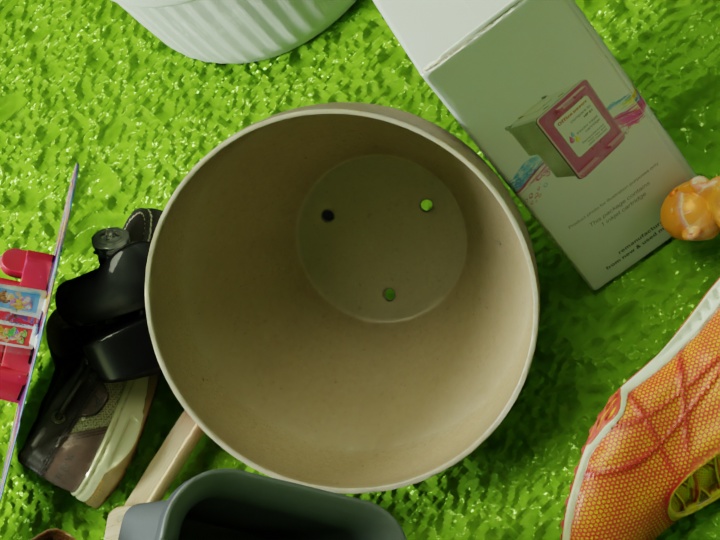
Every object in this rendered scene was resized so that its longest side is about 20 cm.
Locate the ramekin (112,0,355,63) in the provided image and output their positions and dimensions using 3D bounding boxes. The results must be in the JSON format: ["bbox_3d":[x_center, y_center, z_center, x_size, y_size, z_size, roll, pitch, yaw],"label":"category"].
[{"bbox_3d":[-0.074,-0.221,1.712,0.200,0.105,0.200,-19,47,21],"label":"ramekin"}]

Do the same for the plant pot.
[{"bbox_3d":[0.000,0.000,1.447,0.200,0.201,0.134,-26,9,15],"label":"plant pot"}]

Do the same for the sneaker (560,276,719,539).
[{"bbox_3d":[0.168,0.074,1.335,0.077,0.073,0.200,33,81,35],"label":"sneaker"}]

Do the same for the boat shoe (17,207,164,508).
[{"bbox_3d":[-0.144,0.037,1.564,0.073,0.065,0.200,-46,25,43],"label":"boat shoe"}]

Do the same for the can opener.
[{"bbox_3d":[-0.078,-0.010,1.545,0.200,0.079,0.063,-29,22,-25],"label":"can opener"}]

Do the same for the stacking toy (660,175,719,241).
[{"bbox_3d":[0.233,-0.048,1.377,0.200,0.110,0.116,-19,31,36],"label":"stacking toy"}]

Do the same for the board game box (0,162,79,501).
[{"bbox_3d":[-0.197,0.032,1.546,0.039,0.200,0.158,13,33,-8],"label":"board game box"}]

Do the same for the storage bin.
[{"bbox_3d":[-0.082,0.196,1.323,0.134,0.145,0.200,-6,70,67],"label":"storage bin"}]

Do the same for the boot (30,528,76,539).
[{"bbox_3d":[-0.175,0.199,1.395,0.200,0.074,0.155,-126,50,-71],"label":"boot"}]

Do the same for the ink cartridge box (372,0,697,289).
[{"bbox_3d":[0.083,-0.107,1.443,0.085,0.200,0.145,-36,43,5],"label":"ink cartridge box"}]

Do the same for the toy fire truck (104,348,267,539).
[{"bbox_3d":[-0.092,0.144,1.473,0.200,0.049,0.141,-48,43,-6],"label":"toy fire truck"}]
